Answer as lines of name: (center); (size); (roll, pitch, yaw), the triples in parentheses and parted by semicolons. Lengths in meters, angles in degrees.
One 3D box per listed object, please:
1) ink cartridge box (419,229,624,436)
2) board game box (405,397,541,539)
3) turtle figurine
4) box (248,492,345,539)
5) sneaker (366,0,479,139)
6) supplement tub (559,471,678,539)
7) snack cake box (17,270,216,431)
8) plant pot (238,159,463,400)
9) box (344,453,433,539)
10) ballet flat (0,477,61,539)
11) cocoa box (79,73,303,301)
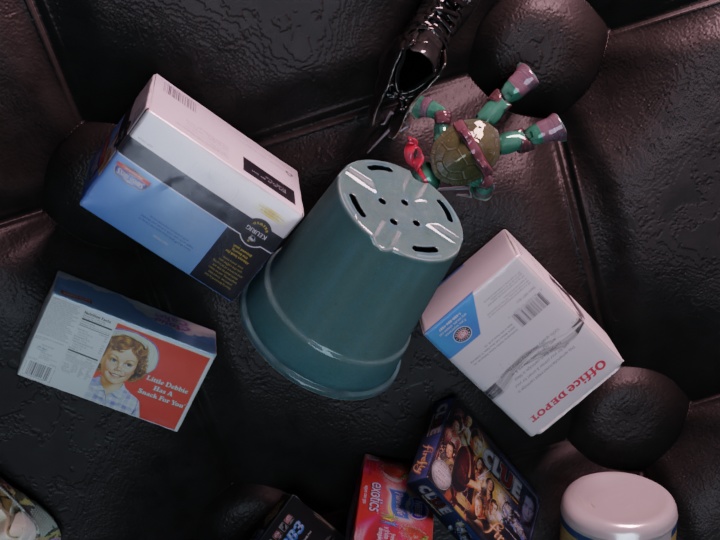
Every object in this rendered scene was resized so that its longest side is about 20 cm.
ink cartridge box: (0.187, 0.075, 1.554); (0.145, 0.084, 0.200); (-41, 112, 13)
board game box: (0.143, 0.271, 1.612); (0.035, 0.136, 0.200); (-23, 119, 35)
turtle figurine: (0.119, -0.136, 1.448); (0.200, 0.101, 0.150); (-30, 114, 2)
box: (-0.075, 0.415, 1.635); (0.198, 0.050, 0.200); (41, 70, -11)
sneaker: (0.072, -0.239, 1.387); (0.060, 0.104, 0.200); (32, 108, -18)
supplement tub: (0.322, 0.372, 1.665); (0.144, 0.145, 0.200); (-3, 111, -4)
snack cake box: (-0.280, 0.094, 1.526); (0.200, 0.067, 0.115); (23, 109, -15)
plant pot: (0.000, 0.000, 1.412); (0.200, 0.200, 0.196); (23, 127, -15)
box: (0.032, 0.319, 1.583); (0.095, 0.200, 0.100); (14, 113, -2)
ballet flat: (-0.443, 0.287, 1.596); (0.069, 0.071, 0.200); (-34, 114, 9)
cocoa box: (-0.180, -0.088, 1.415); (0.200, 0.133, 0.131); (34, 108, -19)
